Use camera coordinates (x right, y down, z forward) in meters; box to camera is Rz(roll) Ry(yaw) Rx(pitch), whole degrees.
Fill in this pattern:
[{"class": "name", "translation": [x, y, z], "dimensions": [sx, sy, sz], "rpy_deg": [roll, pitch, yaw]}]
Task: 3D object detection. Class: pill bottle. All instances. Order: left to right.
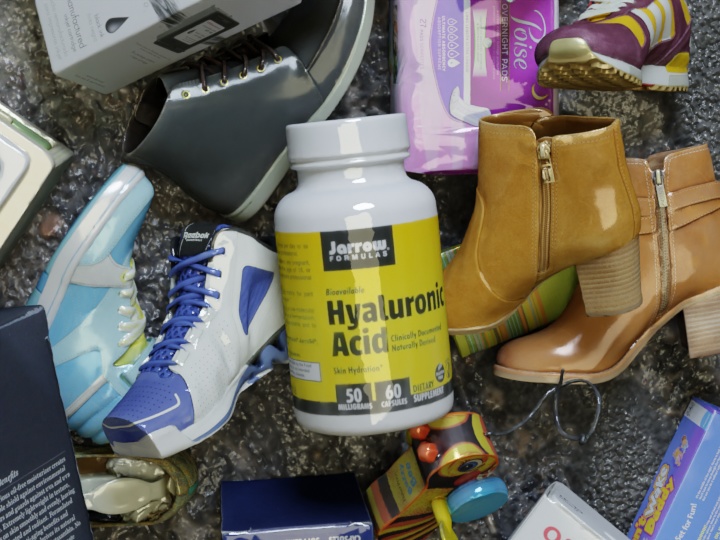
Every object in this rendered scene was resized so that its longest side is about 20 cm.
[{"class": "pill bottle", "translation": [0.000, 0.000, 0.817], "dimensions": [0.110, 0.111, 0.202], "rpy_deg": [-7, 96, -6]}]

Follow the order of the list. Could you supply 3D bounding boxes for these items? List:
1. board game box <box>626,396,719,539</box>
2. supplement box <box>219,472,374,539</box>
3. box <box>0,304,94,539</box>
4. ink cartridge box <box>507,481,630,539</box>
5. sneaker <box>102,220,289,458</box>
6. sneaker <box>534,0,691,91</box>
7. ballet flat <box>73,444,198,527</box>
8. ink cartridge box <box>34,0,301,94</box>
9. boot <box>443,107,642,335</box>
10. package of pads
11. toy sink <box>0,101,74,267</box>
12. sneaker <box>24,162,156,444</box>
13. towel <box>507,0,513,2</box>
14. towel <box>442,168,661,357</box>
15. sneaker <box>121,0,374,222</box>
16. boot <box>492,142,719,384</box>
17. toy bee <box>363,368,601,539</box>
[{"class": "board game box", "translation": [0.287, 0.219, 0.975], "dimensions": [0.134, 0.045, 0.201], "rpy_deg": [23, 96, -10]}, {"class": "supplement box", "translation": [-0.047, 0.266, 0.909], "dimensions": [0.108, 0.110, 0.202], "rpy_deg": [-3, 100, -6]}, {"class": "box", "translation": [-0.301, 0.139, 0.812], "dimensions": [0.198, 0.123, 0.200], "rpy_deg": [-6, 100, 25]}, {"class": "ink cartridge box", "translation": [0.141, 0.285, 0.921], "dimensions": [0.147, 0.086, 0.201], "rpy_deg": [38, 96, 11]}, {"class": "sneaker", "translation": [-0.110, 0.033, 0.837], "dimensions": [0.199, 0.080, 0.116], "rpy_deg": [-40, 113, -42]}, {"class": "sneaker", "translation": [0.173, -0.170, 0.837], "dimensions": [0.074, 0.199, 0.091], "rpy_deg": [4, 97, 29]}, {"class": "ballet flat", "translation": [-0.218, 0.161, 0.892], "dimensions": [0.198, 0.071, 0.071], "rpy_deg": [-4, 100, -6]}, {"class": "ink cartridge box", "translation": [-0.115, -0.210, 0.791], "dimensions": [0.199, 0.067, 0.117], "rpy_deg": [-22, 77, 18]}, {"class": "boot", "translation": [0.094, -0.036, 0.845], "dimensions": [0.199, 0.071, 0.145], "rpy_deg": [-7, 111, 25]}, {"class": "package of pads", "translation": [0.080, -0.170, 0.868], "dimensions": [0.119, 0.076, 0.202], "rpy_deg": [-2, 100, -5]}, {"class": "toy sink", "translation": [-0.271, -0.065, 0.780], "dimensions": [0.130, 0.200, 0.112], "rpy_deg": [34, 94, -10]}, {"class": "sneaker", "translation": [-0.168, 0.033, 0.872], "dimensions": [0.130, 0.080, 0.201], "rpy_deg": [30, 104, -9]}, {"class": "towel", "translation": [0.134, -0.277, 0.802], "dimensions": [0.023, 0.200, 0.154], "rpy_deg": [6, 118, 30]}, {"class": "towel", "translation": [0.153, -0.007, 0.937], "dimensions": [0.198, 0.018, 0.087], "rpy_deg": [-21, 107, -4]}, {"class": "sneaker", "translation": [-0.074, -0.137, 0.838], "dimensions": [0.106, 0.075, 0.201], "rpy_deg": [27, 97, -36]}, {"class": "boot", "translation": [0.181, -0.004, 0.904], "dimensions": [0.198, 0.074, 0.156], "rpy_deg": [-13, 97, -4]}, {"class": "toy bee", "translation": [0.057, 0.131, 0.874], "dimensions": [0.108, 0.131, 0.201], "rpy_deg": [14, 114, -43]}]
